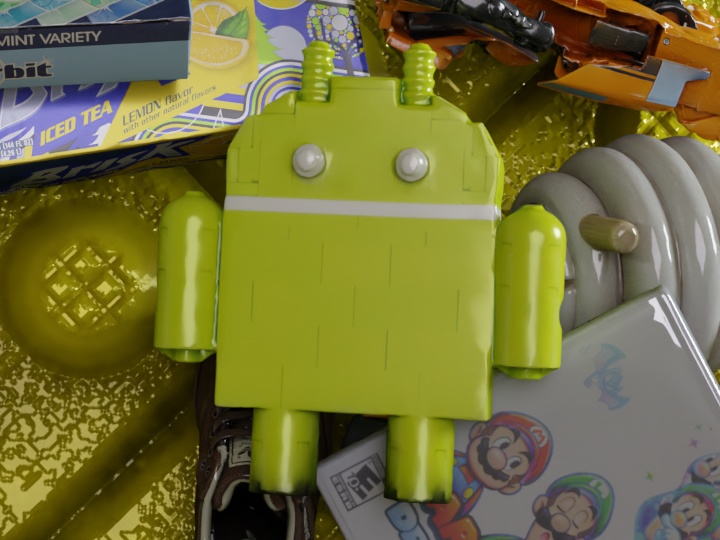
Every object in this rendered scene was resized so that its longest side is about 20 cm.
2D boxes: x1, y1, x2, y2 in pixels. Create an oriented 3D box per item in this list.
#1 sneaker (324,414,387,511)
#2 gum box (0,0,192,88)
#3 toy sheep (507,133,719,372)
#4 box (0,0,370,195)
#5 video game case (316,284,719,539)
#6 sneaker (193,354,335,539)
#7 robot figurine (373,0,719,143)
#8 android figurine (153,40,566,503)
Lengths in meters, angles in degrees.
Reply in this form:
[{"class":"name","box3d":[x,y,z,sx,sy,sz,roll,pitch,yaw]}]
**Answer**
[{"class":"sneaker","box3d":[0.086,0.109,1.011,0.199,0.078,0.080,23,66,-12]},{"class":"gum box","box3d":[-0.169,-0.171,0.946,0.169,0.045,0.201,-4,56,-10]},{"class":"toy sheep","box3d":[0.134,-0.003,1.013,0.199,0.138,0.139,-3,80,-20]},{"class":"box","box3d":[-0.099,-0.085,0.972,0.199,0.064,0.071,-10,82,-12]},{"class":"video game case","box3d":[0.102,0.136,0.943,0.181,0.024,0.201,-28,92,9]},{"class":"sneaker","box3d":[-0.044,0.087,0.979,0.070,0.076,0.201,1,69,-5]},{"class":"robot figurine","box3d":[0.090,-0.122,1.034,0.199,0.145,0.059,14,109,-7]},{"class":"android figurine","box3d":[0.000,0.000,0.919,0.181,0.041,0.201,4,90,8]}]
